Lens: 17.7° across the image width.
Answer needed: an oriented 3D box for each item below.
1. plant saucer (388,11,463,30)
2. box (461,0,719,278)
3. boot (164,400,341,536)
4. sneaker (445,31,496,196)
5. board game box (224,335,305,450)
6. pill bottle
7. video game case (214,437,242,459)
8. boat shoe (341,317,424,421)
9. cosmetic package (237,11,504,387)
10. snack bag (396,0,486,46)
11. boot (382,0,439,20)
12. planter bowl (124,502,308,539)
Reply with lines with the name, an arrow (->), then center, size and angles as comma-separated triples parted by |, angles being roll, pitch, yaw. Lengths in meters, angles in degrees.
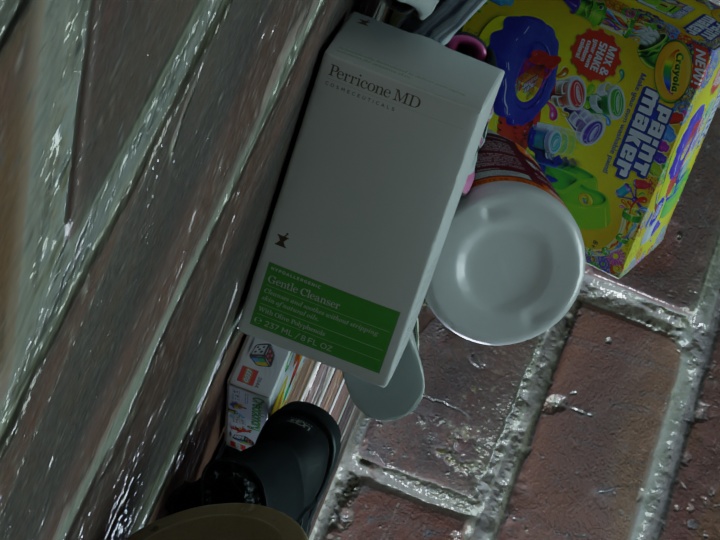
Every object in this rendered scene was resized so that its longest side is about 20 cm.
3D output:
plant saucer -> 0.043, -0.165, 1.780 | 0.200, 0.048, 0.201 | 97, 14, -75
box -> 0.173, -0.135, 1.820 | 0.122, 0.192, 0.201 | -34, 147, -61
boot -> -0.085, 0.191, 1.510 | 0.168, 0.076, 0.201 | -34, 146, -67
sneaker -> 0.063, -0.124, 1.555 | 0.200, 0.080, 0.087 | -98, -154, -64
board game box -> -0.044, 0.019, 1.621 | 0.126, 0.034, 0.201 | 99, 12, -67
pill bottle -> 0.085, -0.032, 1.621 | 0.200, 0.114, 0.115 | -109, -143, -70
video game case -> -0.120, 0.203, 1.665 | 0.143, 0.019, 0.200 | 107, 4, -45
boat shoe -> 0.000, 0.000, 1.549 | 0.064, 0.070, 0.201 | -85, 166, -69
cosmetic package -> 0.006, -0.044, 1.443 | 0.085, 0.107, 0.201 | -60, 169, -62
snack bag -> 0.061, -0.179, 1.523 | 0.200, 0.021, 0.189 | -43, -172, 23
boot -> 0.040, -0.207, 1.445 | 0.096, 0.073, 0.200 | -59, 173, 9
planter bowl -> -0.073, 0.212, 1.257 | 0.200, 0.199, 0.135 | -63, 146, -58
